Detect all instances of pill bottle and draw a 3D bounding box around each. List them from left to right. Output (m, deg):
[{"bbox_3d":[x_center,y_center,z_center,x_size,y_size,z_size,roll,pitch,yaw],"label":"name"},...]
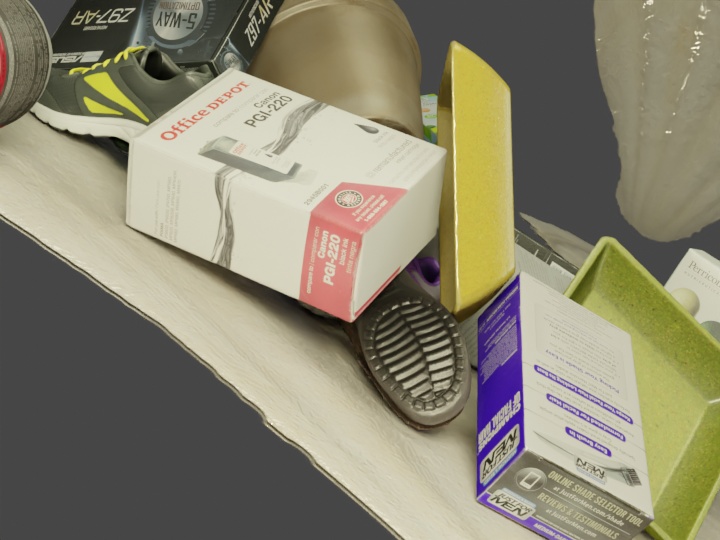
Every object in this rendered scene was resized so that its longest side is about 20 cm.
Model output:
[{"bbox_3d":[-0.279,-0.149,1.023,0.111,0.111,0.200,32,10,-2],"label":"pill bottle"}]

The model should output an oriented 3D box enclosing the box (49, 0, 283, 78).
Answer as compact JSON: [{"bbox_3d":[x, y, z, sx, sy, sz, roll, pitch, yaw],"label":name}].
[{"bbox_3d":[-0.178,-0.223,1.338,0.200,0.160,0.044,2,-40,28],"label":"box"}]

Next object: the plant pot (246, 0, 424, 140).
[{"bbox_3d":[-0.020,-0.143,1.366,0.200,0.200,0.174,25,28,-37],"label":"plant pot"}]

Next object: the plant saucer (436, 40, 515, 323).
[{"bbox_3d":[0.089,-0.059,1.153,0.048,0.201,0.200,-1,-7,-1],"label":"plant saucer"}]

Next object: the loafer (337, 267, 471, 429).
[{"bbox_3d":[0.030,0.050,1.111,0.200,0.073,0.071,-119,-170,-45],"label":"loafer"}]

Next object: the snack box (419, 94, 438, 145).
[{"bbox_3d":[0.080,-0.060,1.479,0.053,0.200,0.142,-10,27,-18],"label":"snack box"}]

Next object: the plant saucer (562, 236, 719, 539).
[{"bbox_3d":[0.219,0.104,1.214,0.200,0.048,0.200,44,51,-5],"label":"plant saucer"}]

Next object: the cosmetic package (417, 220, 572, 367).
[{"bbox_3d":[0.104,0.019,1.352,0.200,0.101,0.071,32,28,-24],"label":"cosmetic package"}]

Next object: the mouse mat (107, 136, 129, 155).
[{"bbox_3d":[-0.150,-0.107,1.347,0.200,0.008,0.161,15,17,-31],"label":"mouse mat"}]

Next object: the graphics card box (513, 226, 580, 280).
[{"bbox_3d":[0.161,0.009,1.614,0.200,0.051,0.126,32,-30,0],"label":"graphics card box"}]

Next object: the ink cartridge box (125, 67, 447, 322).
[{"bbox_3d":[-0.056,-0.063,1.109,0.200,0.085,0.146,21,38,20],"label":"ink cartridge box"}]

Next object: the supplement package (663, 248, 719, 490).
[{"bbox_3d":[0.338,0.102,1.452,0.152,0.200,0.151,35,10,15],"label":"supplement package"}]

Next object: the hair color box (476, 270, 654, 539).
[{"bbox_3d":[0.142,0.101,1.058,0.109,0.065,0.200,30,31,-15],"label":"hair color box"}]

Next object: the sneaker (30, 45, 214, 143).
[{"bbox_3d":[-0.199,-0.156,1.253,0.200,0.085,0.074,17,23,19],"label":"sneaker"}]

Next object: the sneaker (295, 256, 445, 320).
[{"bbox_3d":[0.000,0.000,1.233,0.200,0.089,0.080,23,15,-38],"label":"sneaker"}]
